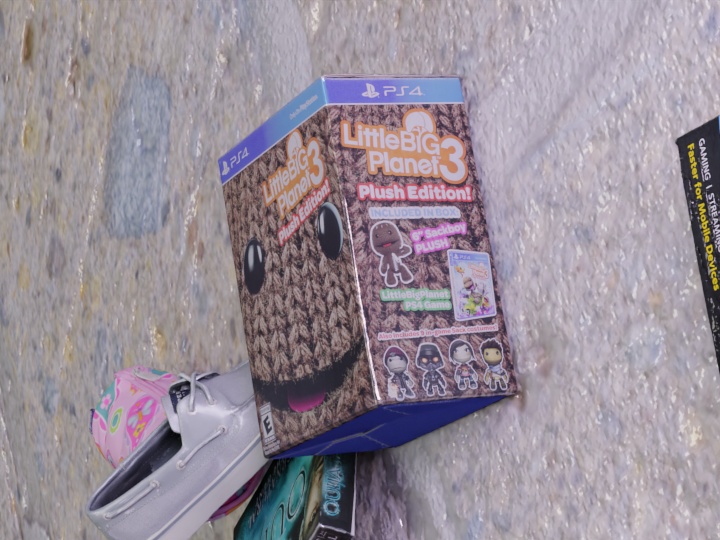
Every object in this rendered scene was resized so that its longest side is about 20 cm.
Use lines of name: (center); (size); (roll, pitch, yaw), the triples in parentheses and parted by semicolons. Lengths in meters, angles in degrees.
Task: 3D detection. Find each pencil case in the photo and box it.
pencil case: (-0.138, 0.123, 1.571); (0.200, 0.087, 0.088); (-160, 70, -68)

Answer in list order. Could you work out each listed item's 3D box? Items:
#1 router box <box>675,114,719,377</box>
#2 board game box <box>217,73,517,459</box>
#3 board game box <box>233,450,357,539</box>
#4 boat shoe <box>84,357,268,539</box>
router box: (0.219, 0.012, 0.956); (0.149, 0.051, 0.201); (-30, 65, 57)
board game box: (0.000, 0.000, 1.314); (0.159, 0.096, 0.201); (-32, 64, 58)
board game box: (-0.047, 0.175, 1.437); (0.136, 0.028, 0.200); (-88, 19, -44)
boat shoe: (-0.105, 0.108, 1.429); (0.201, 0.071, 0.070); (-48, 25, 6)
